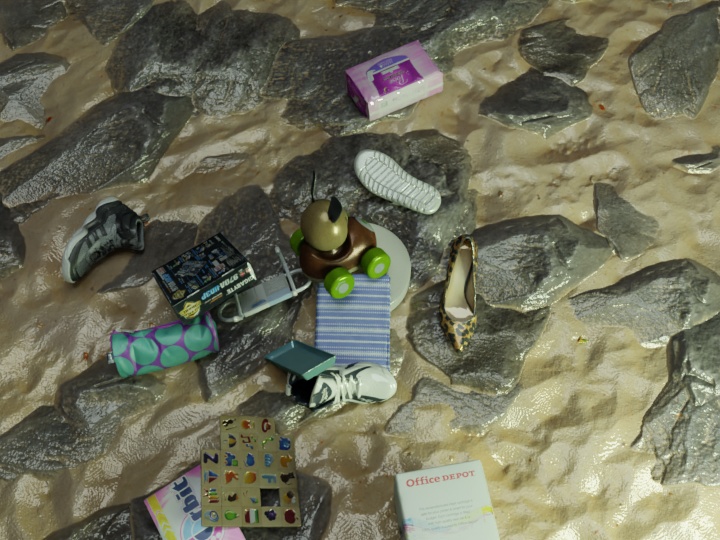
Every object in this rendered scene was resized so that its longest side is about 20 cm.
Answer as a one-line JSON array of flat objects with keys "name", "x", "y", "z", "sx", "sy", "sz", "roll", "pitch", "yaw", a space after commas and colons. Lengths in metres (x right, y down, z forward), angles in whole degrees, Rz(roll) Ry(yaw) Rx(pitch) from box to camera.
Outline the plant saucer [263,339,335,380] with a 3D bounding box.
[{"name": "plant saucer", "x": -0.108, "y": 0.158, "z": 1.415, "sx": 0.069, "sy": 0.199, "sz": 0.019, "roll": -27, "pitch": 105, "yaw": -22}]

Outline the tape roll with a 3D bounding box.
[{"name": "tape roll", "x": 0.000, "y": 0.000, "z": 1.571, "sx": 0.199, "sy": 0.037, "sz": 0.206, "roll": -1, "pitch": 61, "yaw": 1}]

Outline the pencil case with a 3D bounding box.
[{"name": "pencil case", "x": -0.360, "y": 0.131, "z": 1.471, "sx": 0.197, "sy": 0.085, "sz": 0.094, "roll": -14, "pitch": 105, "yaw": -9}]

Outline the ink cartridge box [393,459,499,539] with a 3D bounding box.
[{"name": "ink cartridge box", "x": 0.138, "y": 0.425, "z": 1.272, "sx": 0.143, "sy": 0.145, "sz": 0.203, "roll": -8, "pitch": 61, "yaw": -3}]

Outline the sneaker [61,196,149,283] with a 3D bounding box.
[{"name": "sneaker", "x": -0.497, "y": -0.052, "z": 1.580, "sx": 0.112, "sy": 0.076, "sz": 0.202, "roll": 18, "pitch": 60, "yaw": 13}]

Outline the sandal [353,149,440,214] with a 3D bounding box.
[{"name": "sandal", "x": 0.071, "y": -0.174, "z": 1.663, "sx": 0.201, "sy": 0.050, "sz": 0.083, "roll": 33, "pitch": 80, "yaw": 3}]

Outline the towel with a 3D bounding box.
[{"name": "towel", "x": -0.014, "y": 0.106, "z": 1.493, "sx": 0.142, "sy": 0.024, "sz": 0.203, "roll": 0, "pitch": 75, "yaw": 7}]

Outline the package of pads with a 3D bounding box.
[{"name": "package of pads", "x": 0.075, "y": -0.420, "z": 1.780, "sx": 0.198, "sy": 0.076, "sz": 0.121, "roll": -25, "pitch": 62, "yaw": -13}]

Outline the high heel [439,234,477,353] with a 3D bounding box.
[{"name": "high heel", "x": 0.186, "y": 0.039, "z": 1.486, "sx": 0.070, "sy": 0.143, "sz": 0.203, "roll": 3, "pitch": 61, "yaw": 2}]

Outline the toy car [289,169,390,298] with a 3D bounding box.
[{"name": "toy car", "x": -0.048, "y": -0.085, "z": 1.460, "sx": 0.156, "sy": 0.202, "sz": 0.164, "roll": -28, "pitch": 49, "yaw": -18}]

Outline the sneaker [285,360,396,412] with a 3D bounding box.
[{"name": "sneaker", "x": -0.041, "y": 0.207, "z": 1.395, "sx": 0.196, "sy": 0.130, "sz": 0.081, "roll": 13, "pitch": 105, "yaw": 8}]

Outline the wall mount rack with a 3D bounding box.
[{"name": "wall mount rack", "x": -0.183, "y": 0.041, "z": 1.497, "sx": 0.198, "sy": 0.075, "sz": 0.174, "roll": -24, "pitch": 38, "yaw": -3}]

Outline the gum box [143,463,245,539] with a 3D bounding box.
[{"name": "gum box", "x": -0.262, "y": 0.429, "z": 1.318, "sx": 0.113, "sy": 0.066, "sz": 0.201, "roll": -29, "pitch": 64, "yaw": -16}]

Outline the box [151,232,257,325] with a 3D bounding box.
[{"name": "box", "x": -0.295, "y": 0.009, "z": 1.499, "sx": 0.158, "sy": 0.046, "sz": 0.200, "roll": -32, "pitch": 29, "yaw": -14}]

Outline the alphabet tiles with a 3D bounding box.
[{"name": "alphabet tiles", "x": -0.188, "y": 0.337, "z": 1.358, "sx": 0.165, "sy": 0.008, "sz": 0.202, "roll": 7, "pitch": 48, "yaw": -19}]
